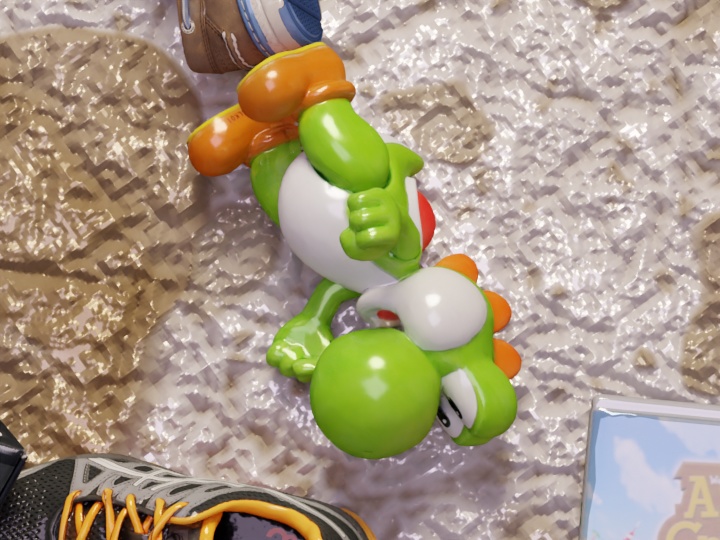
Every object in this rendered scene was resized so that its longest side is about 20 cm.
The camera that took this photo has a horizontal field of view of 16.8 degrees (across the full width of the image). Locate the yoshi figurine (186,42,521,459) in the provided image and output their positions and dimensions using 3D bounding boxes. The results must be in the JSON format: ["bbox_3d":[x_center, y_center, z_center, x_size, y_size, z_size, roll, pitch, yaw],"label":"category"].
[{"bbox_3d":[-0.009,0.004,1.128,0.112,0.112,0.200,-35,84,10],"label":"yoshi figurine"}]

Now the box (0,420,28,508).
[{"bbox_3d":[-0.267,0.111,1.067,0.046,0.200,0.159,40,102,48],"label":"box"}]

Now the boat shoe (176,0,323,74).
[{"bbox_3d":[-0.077,-0.189,1.169,0.072,0.072,0.200,-19,69,18],"label":"boat shoe"}]

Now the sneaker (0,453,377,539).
[{"bbox_3d":[-0.091,0.124,1.124,0.200,0.077,0.078,2,84,4],"label":"sneaker"}]

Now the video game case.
[{"bbox_3d":[0.199,0.157,1.136,0.200,0.022,0.182,5,82,3],"label":"video game case"}]
